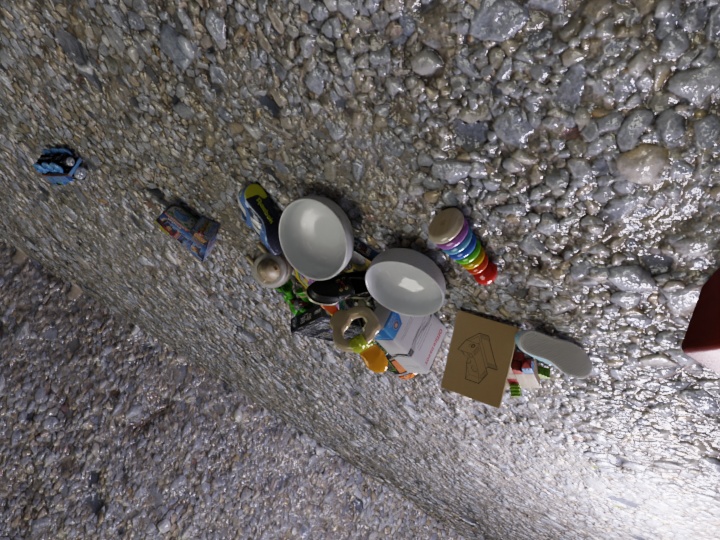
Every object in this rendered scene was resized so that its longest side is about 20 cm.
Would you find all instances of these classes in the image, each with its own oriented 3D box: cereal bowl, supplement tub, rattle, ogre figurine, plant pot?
[{"bbox_3d":[0.113,0.017,1.463,0.195,0.085,0.203,15,142,11],"label":"cereal bowl"},{"bbox_3d":[-0.095,-0.084,1.466,0.196,0.083,0.206,13,115,29],"label":"cereal bowl"},{"bbox_3d":[0.098,0.219,1.777,0.120,0.124,0.201,3,141,41],"label":"supplement tub"},{"bbox_3d":[-0.012,0.153,1.569,0.142,0.132,0.198,32,177,-41],"label":"rattle"},{"bbox_3d":[-0.178,0.097,1.881,0.195,0.099,0.122,-4,129,26],"label":"ogre figurine"},{"bbox_3d":[0.642,0.093,0.982,0.197,0.203,0.177,30,163,0],"label":"plant pot"}]

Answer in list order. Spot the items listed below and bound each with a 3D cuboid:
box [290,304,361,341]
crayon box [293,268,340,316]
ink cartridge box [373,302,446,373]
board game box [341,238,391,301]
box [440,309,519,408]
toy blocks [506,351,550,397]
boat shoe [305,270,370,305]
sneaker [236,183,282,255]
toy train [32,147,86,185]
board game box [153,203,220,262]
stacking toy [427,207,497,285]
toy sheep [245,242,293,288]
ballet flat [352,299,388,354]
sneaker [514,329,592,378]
[{"bbox_3d":[-0.086,0.160,1.821,0.197,0.045,0.159,17,149,-37],"label":"box"},{"bbox_3d":[-0.120,0.003,1.654,0.172,0.058,0.202,43,159,27],"label":"crayon box"},{"bbox_3d":[0.125,0.157,1.625,0.083,0.146,0.200,-7,134,50],"label":"ink cartridge box"},{"bbox_3d":[0.000,0.000,1.615,0.134,0.035,0.200,33,152,-3],"label":"board game box"},{"bbox_3d":[0.295,0.219,1.527,0.160,0.206,0.021,15,-175,27],"label":"box"},{"bbox_3d":[0.373,0.246,1.568,0.195,0.102,0.137,-5,141,28],"label":"toy blocks"},{"bbox_3d":[-0.043,0.038,1.517,0.197,0.075,0.063,-5,150,-33],"label":"boat shoe"},{"bbox_3d":[-0.259,-0.134,1.605,0.081,0.074,0.204,3,126,45],"label":"sneaker"},{"bbox_3d":[-0.967,-0.334,1.982,0.196,0.088,0.114,6,153,35],"label":"toy train"},{"bbox_3d":[-0.520,-0.129,1.890,0.199,0.062,0.198,41,149,-18],"label":"board game box"},{"bbox_3d":[0.226,-0.037,1.292,0.084,0.087,0.200,-4,140,47],"label":"stacking toy"},{"bbox_3d":[-0.252,-0.018,1.736,0.136,0.140,0.200,30,-166,-1],"label":"toy sheep"},{"bbox_3d":[0.023,0.146,1.681,0.075,0.073,0.202,66,179,-49],"label":"ballet flat"},{"bbox_3d":[0.456,0.189,1.457,0.197,0.075,0.082,29,-178,-6],"label":"sneaker"}]
